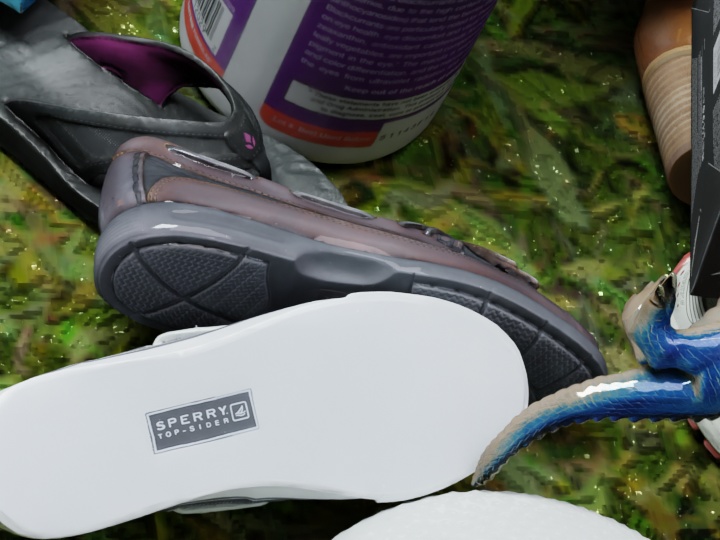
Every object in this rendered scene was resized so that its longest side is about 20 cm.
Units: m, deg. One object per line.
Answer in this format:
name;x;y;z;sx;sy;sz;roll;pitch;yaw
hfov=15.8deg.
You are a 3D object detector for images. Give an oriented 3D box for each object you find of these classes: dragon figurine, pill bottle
dragon figurine;0.139;0.035;0.869;0.200;0.059;0.099;-38;88;-10
pill bottle;0.010;-0.140;0.957;0.111;0.200;0.112;11;52;-15

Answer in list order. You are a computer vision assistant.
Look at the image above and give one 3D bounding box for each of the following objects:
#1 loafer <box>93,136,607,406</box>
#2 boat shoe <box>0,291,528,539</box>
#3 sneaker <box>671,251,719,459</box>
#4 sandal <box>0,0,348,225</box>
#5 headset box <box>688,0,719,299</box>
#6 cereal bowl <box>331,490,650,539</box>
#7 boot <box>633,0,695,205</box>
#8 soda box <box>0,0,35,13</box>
loafer;0.000;0.000;0.925;0.200;0.072;0.063;17;44;-24
boat shoe;-0.043;0.051;0.881;0.200;0.068;0.072;-12;93;-20
sneaker;0.198;0.058;0.966;0.200;0.082;0.078;42;51;11
sandal;-0.092;-0.060;0.956;0.200;0.048;0.075;31;50;1
headset box;0.228;-0.056;0.973;0.200;0.077;0.149;7;54;-3
cereal bowl;0.058;0.154;0.838;0.200;0.083;0.200;10;53;-14
boot;0.209;-0.081;1.090;0.200;0.077;0.155;8;49;-8
soda box;-0.106;-0.184;1.010;0.068;0.064;0.200;31;39;2
